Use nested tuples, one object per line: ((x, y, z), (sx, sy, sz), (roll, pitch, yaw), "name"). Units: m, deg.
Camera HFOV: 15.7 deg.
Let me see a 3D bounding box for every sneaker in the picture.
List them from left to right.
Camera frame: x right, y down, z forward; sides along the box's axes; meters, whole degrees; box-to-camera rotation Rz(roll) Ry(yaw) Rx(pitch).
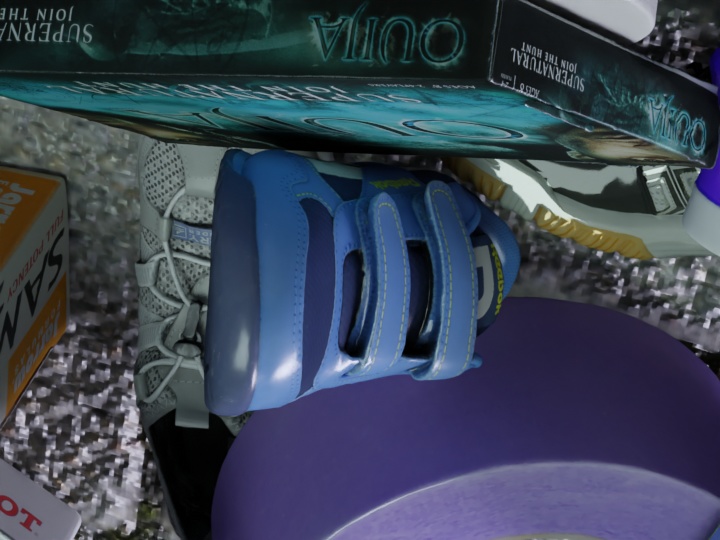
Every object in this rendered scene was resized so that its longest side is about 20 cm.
((-0.045, 0.021, 0.930), (0.074, 0.082, 0.201), (5, 126, 16), "sneaker")
((0.000, 0.000, 0.798), (0.082, 0.200, 0.074), (9, 101, 10), "sneaker")
((0.119, -0.046, 0.843), (0.199, 0.076, 0.088), (17, 114, 1), "sneaker")

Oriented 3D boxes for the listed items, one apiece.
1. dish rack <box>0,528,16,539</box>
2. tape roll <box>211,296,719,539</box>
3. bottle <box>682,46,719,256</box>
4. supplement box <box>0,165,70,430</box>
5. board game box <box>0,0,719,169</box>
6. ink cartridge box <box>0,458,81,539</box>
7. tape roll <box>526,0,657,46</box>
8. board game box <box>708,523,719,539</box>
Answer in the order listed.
((-0.113, 0.146, 0.895), (0.200, 0.044, 0.172), (38, 156, -7), "dish rack")
((0.049, 0.112, 0.918), (0.199, 0.085, 0.201), (-4, 129, -5), "tape roll")
((0.150, -0.095, 0.753), (0.083, 0.065, 0.201), (24, 109, 8), "bottle")
((-0.220, 0.008, 0.954), (0.199, 0.126, 0.074), (11, 126, 11), "supplement box")
((-0.013, -0.056, 0.753), (0.199, 0.135, 0.028), (5, 85, 34), "board game box")
((-0.231, 0.156, 1.017), (0.146, 0.200, 0.146), (35, 127, -8), "ink cartridge box")
((-0.012, -0.143, 0.700), (0.202, 0.203, 0.140), (6, 86, 15), "tape roll")
((0.197, 0.073, 0.838), (0.134, 0.045, 0.200), (14, 120, -33), "board game box")
